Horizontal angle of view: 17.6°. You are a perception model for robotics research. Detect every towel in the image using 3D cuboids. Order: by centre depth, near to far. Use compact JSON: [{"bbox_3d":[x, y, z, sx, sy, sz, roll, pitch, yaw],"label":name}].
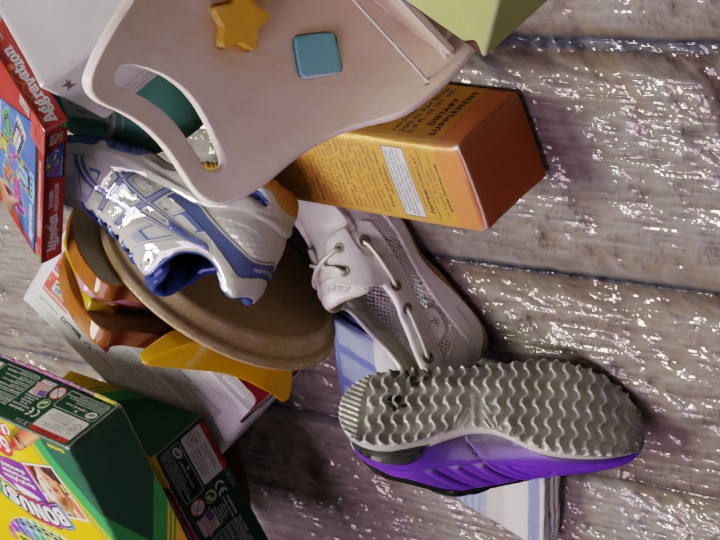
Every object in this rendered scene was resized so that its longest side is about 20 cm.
[{"bbox_3d":[0.062,0.109,1.667,0.200,0.024,0.147,31,148,28],"label":"towel"}]

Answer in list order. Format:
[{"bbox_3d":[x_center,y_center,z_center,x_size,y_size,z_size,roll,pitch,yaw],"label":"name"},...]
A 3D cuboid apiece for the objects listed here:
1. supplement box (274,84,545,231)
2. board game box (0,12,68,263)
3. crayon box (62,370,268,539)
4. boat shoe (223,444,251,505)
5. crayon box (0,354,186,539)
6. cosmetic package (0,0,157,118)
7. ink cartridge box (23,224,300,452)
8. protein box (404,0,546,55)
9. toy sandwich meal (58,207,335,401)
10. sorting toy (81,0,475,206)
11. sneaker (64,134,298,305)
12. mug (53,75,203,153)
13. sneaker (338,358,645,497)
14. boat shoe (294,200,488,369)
[{"bbox_3d":[0.017,-0.079,1.469,0.200,0.067,0.069,9,132,45],"label":"supplement box"},{"bbox_3d":[-0.222,-0.088,1.500,0.103,0.019,0.200,58,161,16],"label":"board game box"},{"bbox_3d":[-0.154,0.185,1.828,0.172,0.058,0.200,15,139,48],"label":"crayon box"},{"bbox_3d":[-0.150,0.147,1.923,0.070,0.070,0.200,3,120,40],"label":"boat shoe"},{"bbox_3d":[-0.227,0.157,1.754,0.200,0.058,0.173,17,137,45],"label":"crayon box"},{"bbox_3d":[-0.181,-0.209,1.444,0.200,0.113,0.081,60,-166,21],"label":"cosmetic package"},{"bbox_3d":[-0.144,0.036,1.774,0.200,0.084,0.176,45,151,2],"label":"ink cartridge box"},{"bbox_3d":[0.081,-0.249,1.069,0.135,0.200,0.199,37,147,17],"label":"protein box"},{"bbox_3d":[-0.113,0.018,1.617,0.205,0.205,0.070,40,116,12],"label":"toy sandwich meal"},{"bbox_3d":[-0.067,-0.139,1.354,0.200,0.180,0.107,45,171,-31],"label":"sorting toy"},{"bbox_3d":[-0.140,-0.032,1.519,0.200,0.088,0.075,12,171,31],"label":"sneaker"},{"bbox_3d":[-0.153,-0.159,1.536,0.152,0.114,0.185,42,149,9],"label":"mug"},{"bbox_3d":[0.090,0.112,1.553,0.199,0.070,0.100,3,147,10],"label":"sneaker"},{"bbox_3d":[0.000,0.000,1.574,0.200,0.069,0.071,48,150,0],"label":"boat shoe"}]
